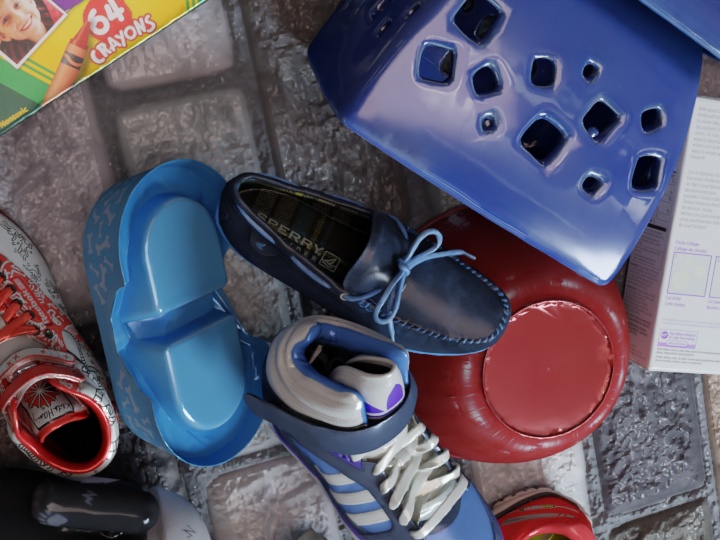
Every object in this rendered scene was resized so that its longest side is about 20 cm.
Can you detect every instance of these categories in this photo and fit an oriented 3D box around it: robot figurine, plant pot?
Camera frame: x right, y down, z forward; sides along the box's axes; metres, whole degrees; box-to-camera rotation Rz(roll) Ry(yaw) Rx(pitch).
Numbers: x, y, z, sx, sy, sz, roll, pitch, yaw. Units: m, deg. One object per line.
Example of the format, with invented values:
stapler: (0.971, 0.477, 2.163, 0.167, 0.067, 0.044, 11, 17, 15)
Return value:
robot figurine: (-0.194, 0.192, 0.778, 0.199, 0.150, 0.125, 10, 86, -19)
plant pot: (0.100, -0.138, 0.734, 0.200, 0.200, 0.180, 29, 105, -19)

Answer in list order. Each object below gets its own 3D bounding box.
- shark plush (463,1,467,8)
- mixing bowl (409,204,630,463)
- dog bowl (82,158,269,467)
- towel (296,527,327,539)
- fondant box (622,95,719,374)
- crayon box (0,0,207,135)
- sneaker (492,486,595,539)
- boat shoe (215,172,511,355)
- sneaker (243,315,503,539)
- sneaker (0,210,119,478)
shark plush: (0.108, -0.274, 0.818, 0.083, 0.091, 0.200, 26, 115, 1)
mixing bowl: (0.112, 0.056, 0.842, 0.199, 0.108, 0.201, -3, 103, -14)
dog bowl: (-0.120, 0.028, 0.782, 0.111, 0.049, 0.201, -27, 111, -49)
towel: (-0.026, 0.299, 0.815, 0.171, 0.048, 0.200, -42, 68, -18)
fondant box: (0.281, -0.024, 0.897, 0.144, 0.058, 0.201, 5, 100, -16)
crayon box: (-0.190, -0.209, 0.734, 0.200, 0.058, 0.173, -35, 107, -6)
sneaker: (0.083, 0.229, 0.879, 0.200, 0.085, 0.077, -33, 106, -6)
boat shoe: (0.000, 0.000, 0.749, 0.199, 0.069, 0.084, 18, 71, -1)
sneaker: (0.018, 0.111, 0.741, 0.200, 0.147, 0.081, 42, 66, 11)
sneaker: (-0.214, 0.039, 0.751, 0.067, 0.108, 0.202, -31, 107, -7)
